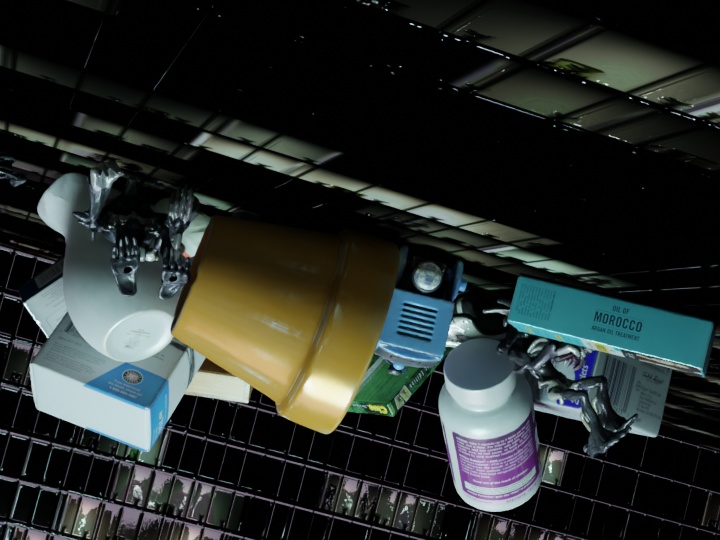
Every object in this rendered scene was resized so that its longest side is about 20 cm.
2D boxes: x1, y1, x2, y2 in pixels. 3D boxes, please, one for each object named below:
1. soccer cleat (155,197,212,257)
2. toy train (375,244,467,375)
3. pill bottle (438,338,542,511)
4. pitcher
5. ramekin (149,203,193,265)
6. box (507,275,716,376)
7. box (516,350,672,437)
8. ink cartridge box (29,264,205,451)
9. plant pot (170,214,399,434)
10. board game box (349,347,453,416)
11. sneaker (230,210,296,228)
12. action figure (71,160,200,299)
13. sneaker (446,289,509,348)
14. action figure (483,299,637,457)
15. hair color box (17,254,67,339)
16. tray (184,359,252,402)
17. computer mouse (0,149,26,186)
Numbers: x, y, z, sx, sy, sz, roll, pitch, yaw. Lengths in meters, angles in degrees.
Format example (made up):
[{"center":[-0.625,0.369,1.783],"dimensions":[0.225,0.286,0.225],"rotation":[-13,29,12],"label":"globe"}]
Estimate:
[{"center":[-0.144,-0.031,1.769],"dimensions":[0.200,0.078,0.069],"rotation":[39,-167,-28],"label":"soccer cleat"},{"center":[0.052,0.045,1.629],"dimensions":[0.086,0.116,0.200],"rotation":[15,169,-3],"label":"toy train"},{"center":[0.150,0.178,1.836],"dimensions":[0.111,0.113,0.201],"rotation":[12,138,25],"label":"pill bottle"},{"center":[-0.248,-0.001,1.706],"dimensions":[0.170,0.122,0.201],"rotation":[8,-139,-40],"label":"pitcher"},{"center":[-0.220,-0.016,1.918],"dimensions":[0.200,0.095,0.202],"rotation":[15,174,2],"label":"ramekin"},{"center":[0.253,0.056,1.578],"dimensions":[0.198,0.050,0.082],"rotation":[14,174,16],"label":"box"},{"center":[0.253,0.123,1.943],"dimensions":[0.199,0.106,0.183],"rotation":[9,171,42],"label":"box"},{"center":[-0.255,0.082,1.755],"dimensions":[0.145,0.201,0.086],"rotation":[20,137,11],"label":"ink cartridge box"},{"center":[-0.083,0.035,1.553],"dimensions":[0.182,0.202,0.200],"rotation":[21,174,-9],"label":"plant pot"},{"center":[0.057,0.100,1.891],"dimensions":[0.104,0.200,0.024],"rotation":[4,129,45],"label":"board game box"},{"center":[-0.057,0.006,1.680],"dimensions":[0.199,0.075,0.087],"rotation":[36,155,-33],"label":"sneaker"},{"center":[-0.219,-0.051,1.575],"dimensions":[0.118,0.103,0.200],"rotation":[9,-156,-22],"label":"action figure"},{"center":[0.098,0.050,1.828],"dimensions":[0.198,0.076,0.088],"rotation":[5,148,-10],"label":"sneaker"},{"center":[0.227,0.098,1.725],"dimensions":[0.201,0.102,0.119],"rotation":[52,-150,6],"label":"action figure"},{"center":[-0.316,0.079,1.898],"dimensions":[0.201,0.100,0.061],"rotation":[59,173,-25],"label":"hair color box"},{"center":[-0.172,0.101,1.965],"dimensions":[0.097,0.037,0.200],"rotation":[8,-159,2],"label":"tray"},{"center":[-0.444,-0.122,1.771],"dimensions":[0.139,0.047,0.200],"rotation":[12,170,-13],"label":"computer mouse"}]
